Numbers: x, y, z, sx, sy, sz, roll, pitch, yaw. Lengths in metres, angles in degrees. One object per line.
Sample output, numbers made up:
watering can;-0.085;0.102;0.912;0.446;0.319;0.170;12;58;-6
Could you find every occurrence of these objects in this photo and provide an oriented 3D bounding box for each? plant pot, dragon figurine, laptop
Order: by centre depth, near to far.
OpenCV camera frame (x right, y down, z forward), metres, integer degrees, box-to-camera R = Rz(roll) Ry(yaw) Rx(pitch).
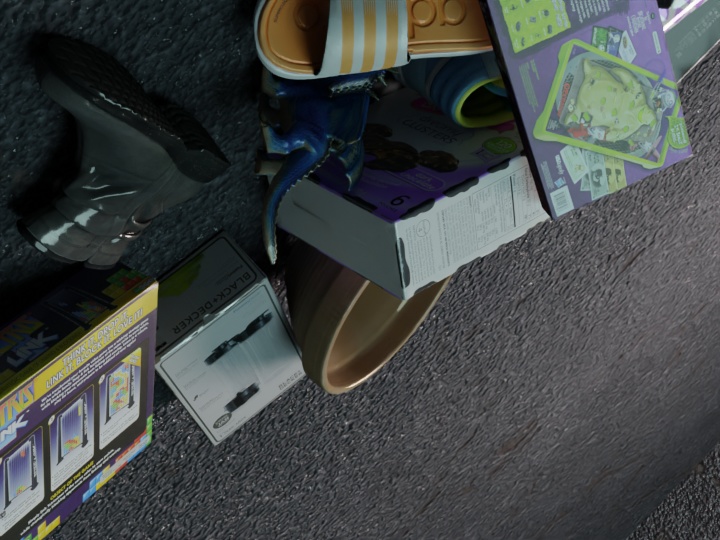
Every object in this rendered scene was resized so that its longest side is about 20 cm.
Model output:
dragon figurine;-0.023;-0.096;1.006;0.099;0.201;0.059;4;140;-5
plant pot;0.000;0.000;1.222;0.201;0.093;0.201;-45;159;-23
laptop;0.305;-0.260;1.371;0.187;0.116;0.200;-46;126;7

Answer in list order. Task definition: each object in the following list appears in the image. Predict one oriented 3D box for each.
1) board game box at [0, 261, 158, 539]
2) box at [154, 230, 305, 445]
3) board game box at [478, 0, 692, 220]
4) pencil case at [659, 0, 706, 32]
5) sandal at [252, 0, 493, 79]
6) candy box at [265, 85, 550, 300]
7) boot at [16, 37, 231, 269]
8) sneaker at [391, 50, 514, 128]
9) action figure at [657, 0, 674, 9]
board game box;-0.229;0.107;1.024;0.200;0.057;0.166;-42;148;-48
box;-0.119;0.062;1.206;0.117;0.060;0.200;-38;155;-8
board game box;0.160;-0.145;1.007;0.120;0.032;0.201;-22;120;-2
pencil case;0.234;-0.232;1.222;0.200;0.084;0.085;-40;-175;-8
sandal;0.029;-0.178;0.965;0.206;0.080;0.059;-10;-174;-20
candy box;0.054;-0.076;1.103;0.200;0.168;0.072;-29;127;-27
boot;-0.176;-0.062;0.927;0.132;0.070;0.200;-40;151;8
sneaker;0.122;-0.189;1.067;0.200;0.131;0.079;-49;138;13
action figure;0.203;-0.248;1.102;0.200;0.069;0.131;-72;172;-75
